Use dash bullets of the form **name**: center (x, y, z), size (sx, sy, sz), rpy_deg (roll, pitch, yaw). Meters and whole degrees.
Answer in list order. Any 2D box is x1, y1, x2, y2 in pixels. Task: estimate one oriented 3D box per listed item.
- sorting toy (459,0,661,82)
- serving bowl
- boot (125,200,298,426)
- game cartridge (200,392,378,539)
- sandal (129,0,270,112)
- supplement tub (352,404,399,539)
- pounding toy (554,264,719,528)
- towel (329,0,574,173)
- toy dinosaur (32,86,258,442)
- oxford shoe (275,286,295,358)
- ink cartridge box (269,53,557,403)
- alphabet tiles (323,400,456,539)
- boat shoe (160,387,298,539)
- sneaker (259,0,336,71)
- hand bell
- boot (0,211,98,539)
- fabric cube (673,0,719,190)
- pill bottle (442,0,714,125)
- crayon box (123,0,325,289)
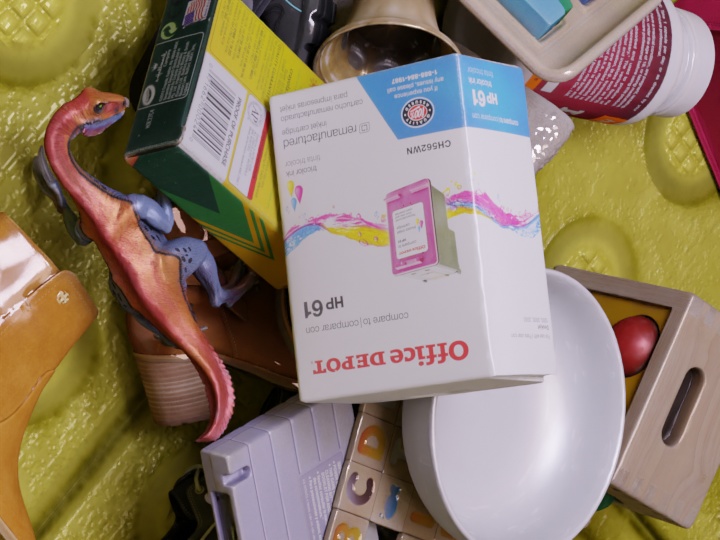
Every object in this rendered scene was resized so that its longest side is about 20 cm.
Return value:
- **sorting toy**: center (0.107, -0.228, 1.443), size (0.200, 0.036, 0.185), rpy_deg (41, 37, 6)
- **serving bowl**: center (0.095, 0.096, 1.415), size (0.200, 0.066, 0.200), rpy_deg (-4, 95, -45)
- **boot**: center (-0.076, 0.011, 1.448), size (0.200, 0.077, 0.155), rpy_deg (-13, 102, -27)
- **game cartridge**: center (-0.039, 0.186, 1.366), size (0.130, 0.038, 0.200), rpy_deg (-30, 117, -49)
- **sandal**: center (-0.096, -0.186, 1.370), size (0.043, 0.076, 0.200), rpy_deg (1, 108, -75)
- **supplement tub**: center (0.031, 0.140, 1.508), size (0.200, 0.122, 0.123), rpy_deg (-44, 121, -22)
- **pounding toy**: center (0.188, 0.108, 1.581), size (0.142, 0.184, 0.200), rpy_deg (32, 79, -36)
- **towel**: center (0.034, -0.106, 1.458), size (0.200, 0.034, 0.133), rpy_deg (34, 73, 6)
- **toy dinosaur**: center (-0.133, -0.024, 1.303), size (0.105, 0.200, 0.181), rpy_deg (-34, 140, 7)
- **oxford shoe**: center (0.000, 0.000, 1.430), size (0.071, 0.071, 0.200), rpy_deg (60, 32, -15)
- **ink cartridge box**: center (0.032, -0.021, 1.290), size (0.085, 0.144, 0.200), rpy_deg (2, 80, -58)
- **alphabet tiles**: center (0.046, 0.152, 1.422), size (0.167, 0.008, 0.200), rpy_deg (26, 75, -42)
- **boat shoe**: center (-0.099, 0.162, 1.452), size (0.068, 0.072, 0.200), rpy_deg (33, 72, -12)
- **sneaker**: center (-0.053, -0.215, 1.419), size (0.079, 0.075, 0.200), rpy_deg (7, 90, 8)
- **hand bell**: center (0.025, -0.214, 1.444), size (0.104, 0.104, 0.200), rpy_deg (33, 46, -36)
- **boot**: center (-0.222, 0.075, 1.340), size (0.144, 0.071, 0.201), rpy_deg (-39, 114, -22)
- **fabric cube**: center (0.395, -0.169, 1.680), size (0.199, 0.200, 0.196), rpy_deg (-40, 120, -22)
- **pill bottle**: center (0.169, -0.171, 1.563), size (0.200, 0.113, 0.113), rpy_deg (7, 93, -37)
- **crayon box**: center (-0.062, -0.076, 1.342), size (0.200, 0.051, 0.127), rpy_deg (43, 48, -41)
